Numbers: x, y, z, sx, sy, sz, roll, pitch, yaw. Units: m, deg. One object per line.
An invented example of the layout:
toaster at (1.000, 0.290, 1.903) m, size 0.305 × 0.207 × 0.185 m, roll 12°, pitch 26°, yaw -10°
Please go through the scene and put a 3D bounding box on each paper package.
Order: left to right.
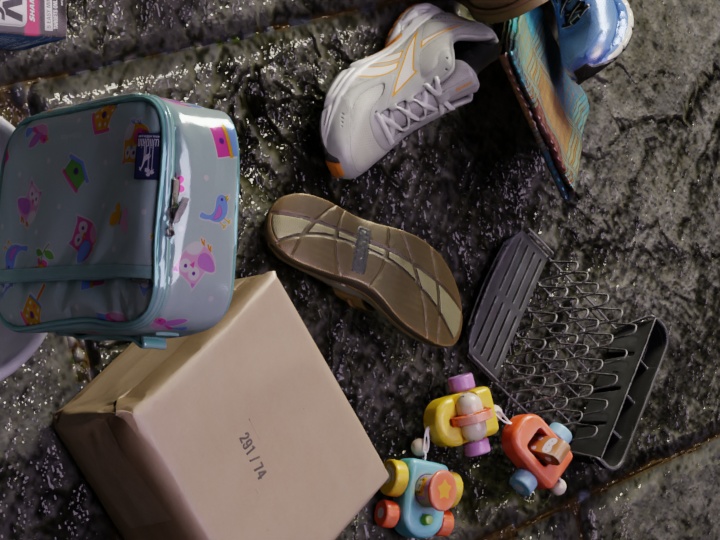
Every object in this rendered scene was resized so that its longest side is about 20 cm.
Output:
paper package at (-0.101, 0.133, 1.777) m, size 0.191 × 0.103 × 0.201 m, roll -45°, pitch 115°, yaw -37°

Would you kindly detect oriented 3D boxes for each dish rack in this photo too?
dish rack at (0.179, 0.065, 2.086) m, size 0.200 × 0.054 × 0.154 m, roll 43°, pitch 58°, yaw -32°

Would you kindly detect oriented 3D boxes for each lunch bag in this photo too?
lunch bag at (-0.163, -0.029, 1.557) m, size 0.077 × 0.199 × 0.162 m, roll 12°, pitch 80°, yaw -40°

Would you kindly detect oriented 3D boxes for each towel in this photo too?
towel at (0.160, -0.161, 2.042) m, size 0.147 × 0.022 × 0.200 m, roll 63°, pitch 17°, yaw -20°

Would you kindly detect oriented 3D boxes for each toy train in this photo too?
toy train at (0.103, 0.173, 1.980) m, size 0.200 × 0.055 × 0.151 m, roll -46°, pitch 108°, yaw -29°

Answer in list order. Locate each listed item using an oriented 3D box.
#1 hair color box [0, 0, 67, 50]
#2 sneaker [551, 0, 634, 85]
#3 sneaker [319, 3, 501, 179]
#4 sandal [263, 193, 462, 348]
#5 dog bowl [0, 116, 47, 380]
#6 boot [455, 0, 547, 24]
hair color box at (-0.301, -0.211, 1.647) m, size 0.199 × 0.060 × 0.101 m, roll -1°, pitch 86°, yaw -43°
sneaker at (0.185, -0.251, 2.091) m, size 0.089 × 0.078 × 0.201 m, roll 28°, pitch 44°, yaw -34°
sneaker at (0.043, -0.148, 1.940) m, size 0.200 × 0.091 × 0.076 m, roll -53°, pitch 138°, yaw -32°
sandal at (0.000, 0.000, 1.928) m, size 0.199 × 0.054 × 0.081 m, roll 27°, pitch 62°, yaw -23°
dog bowl at (-0.301, -0.014, 1.615) m, size 0.199 × 0.078 × 0.202 m, roll 6°, pitch 82°, yaw -43°
boot at (0.073, -0.309, 1.955) m, size 0.066 × 0.175 × 0.201 m, roll -33°, pitch 114°, yaw -14°
